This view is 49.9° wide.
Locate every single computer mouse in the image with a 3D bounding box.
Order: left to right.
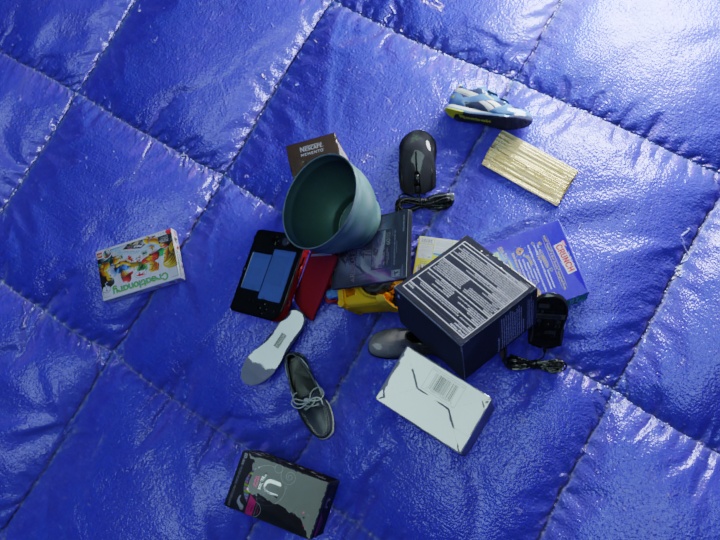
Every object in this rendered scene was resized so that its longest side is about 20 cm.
[{"bbox_3d":[0.135,-0.232,1.751,0.138,0.053,0.201,-8,76,10],"label":"computer mouse"},{"bbox_3d":[0.352,0.121,1.586,0.139,0.046,0.201,-1,121,11],"label":"computer mouse"}]

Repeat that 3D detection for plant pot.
[{"bbox_3d":[-0.043,-0.118,1.576,0.199,0.134,0.202,-17,62,36],"label":"plant pot"}]

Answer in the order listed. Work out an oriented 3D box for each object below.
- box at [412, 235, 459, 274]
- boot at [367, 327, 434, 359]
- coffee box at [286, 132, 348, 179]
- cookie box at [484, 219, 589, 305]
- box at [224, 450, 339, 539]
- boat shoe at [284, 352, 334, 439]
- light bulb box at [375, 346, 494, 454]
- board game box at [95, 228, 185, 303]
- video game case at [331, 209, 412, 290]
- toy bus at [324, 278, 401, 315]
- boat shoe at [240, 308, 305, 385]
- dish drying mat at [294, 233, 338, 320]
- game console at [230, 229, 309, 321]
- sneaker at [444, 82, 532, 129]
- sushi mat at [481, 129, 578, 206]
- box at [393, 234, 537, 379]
[{"bbox_3d":[0.169,0.033,1.686,0.117,0.048,0.201,8,76,13],"label":"box"},{"bbox_3d":[0.104,0.144,1.627,0.199,0.132,0.070,-5,77,10],"label":"boot"},{"bbox_3d":[-0.078,-0.214,1.711,0.114,0.200,0.080,-14,72,7],"label":"coffee box"},{"bbox_3d":[0.356,0.012,1.637,0.199,0.075,0.172,-20,74,6],"label":"cookie box"},{"bbox_3d":[-0.162,0.465,1.618,0.199,0.106,0.123,16,81,14],"label":"box"},{"bbox_3d":[-0.114,0.269,1.677,0.074,0.062,0.201,-20,74,4],"label":"boat shoe"},{"bbox_3d":[0.154,0.267,1.552,0.198,0.200,0.125,31,83,17],"label":"light bulb box"},{"bbox_3d":[-0.524,-0.010,1.839,0.199,0.035,0.127,-17,75,7],"label":"board game box"},{"bbox_3d":[0.021,-0.040,1.600,0.199,0.019,0.144,-9,72,38],"label":"video game case"},{"bbox_3d":[0.000,0.000,1.695,0.191,0.136,0.201,-11,72,24],"label":"toy bus"},{"bbox_3d":[-0.187,0.172,1.718,0.069,0.057,0.200,39,88,8],"label":"boat shoe"},{"bbox_3d":[-0.099,0.017,1.683,0.077,0.018,0.201,47,134,26],"label":"dish drying mat"},{"bbox_3d":[-0.205,0.009,1.741,0.176,0.031,0.201,11,78,38],"label":"game console"},{"bbox_3d":[0.293,-0.372,1.743,0.199,0.074,0.083,16,78,13],"label":"sneaker"},{"bbox_3d":[0.375,-0.230,1.723,0.199,0.012,0.096,33,87,17],"label":"sushi mat"},{"bbox_3d":[0.204,0.069,1.513,0.198,0.124,0.200,-33,51,-19],"label":"box"}]
